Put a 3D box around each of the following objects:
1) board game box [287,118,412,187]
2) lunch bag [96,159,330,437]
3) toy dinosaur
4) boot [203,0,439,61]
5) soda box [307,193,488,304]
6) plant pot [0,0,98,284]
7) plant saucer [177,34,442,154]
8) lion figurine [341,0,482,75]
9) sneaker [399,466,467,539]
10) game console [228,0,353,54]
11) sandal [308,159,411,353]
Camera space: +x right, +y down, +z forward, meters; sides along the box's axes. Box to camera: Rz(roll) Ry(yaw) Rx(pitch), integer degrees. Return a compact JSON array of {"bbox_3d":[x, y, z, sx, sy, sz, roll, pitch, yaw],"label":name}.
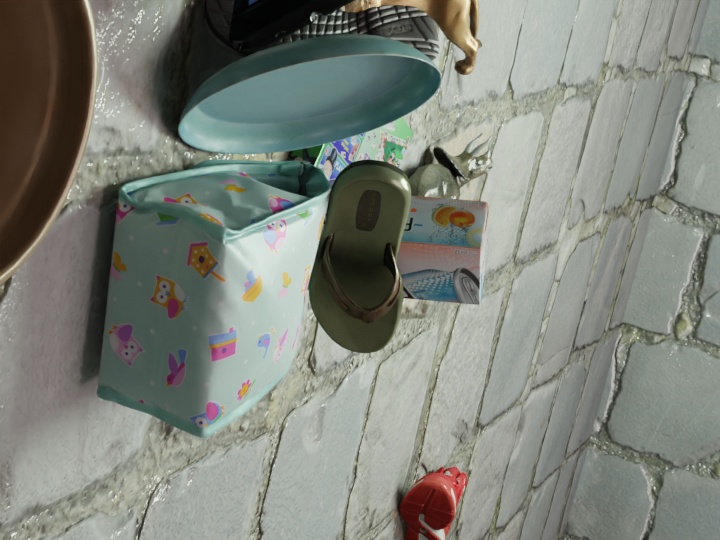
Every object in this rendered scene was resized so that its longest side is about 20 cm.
[{"bbox_3d":[-0.008,-0.111,1.318,0.135,0.029,0.200,-69,159,-10],"label":"board game box"},{"bbox_3d":[-0.099,0.009,1.051,0.200,0.122,0.170,-29,132,-60],"label":"lunch bag"},{"bbox_3d":[0.075,-0.079,1.524,0.200,0.077,0.102,-35,126,-51],"label":"toy dinosaur"},{"bbox_3d":[-0.049,-0.162,1.087,0.132,0.200,0.070,-31,-123,55],"label":"boot"},{"bbox_3d":[0.008,-0.022,1.180,0.064,0.200,0.068,-76,167,-45],"label":"soda box"},{"bbox_3d":[-0.226,-0.086,0.689,0.201,0.093,0.201,-53,153,-42],"label":"plant pot"},{"bbox_3d":[-0.039,-0.132,1.030,0.200,0.200,0.027,16,60,-70],"label":"plant saucer"},{"bbox_3d":[0.033,-0.227,1.183,0.200,0.072,0.123,-13,138,-28],"label":"lion figurine"},{"bbox_3d":[0.105,0.302,1.913,0.200,0.078,0.116,100,10,-55],"label":"sneaker"},{"bbox_3d":[-0.032,-0.265,0.923,0.116,0.176,0.200,55,20,-30],"label":"game console"},{"bbox_3d":[-0.001,-0.001,1.108,0.201,0.080,0.057,93,-5,-46],"label":"sandal"}]
